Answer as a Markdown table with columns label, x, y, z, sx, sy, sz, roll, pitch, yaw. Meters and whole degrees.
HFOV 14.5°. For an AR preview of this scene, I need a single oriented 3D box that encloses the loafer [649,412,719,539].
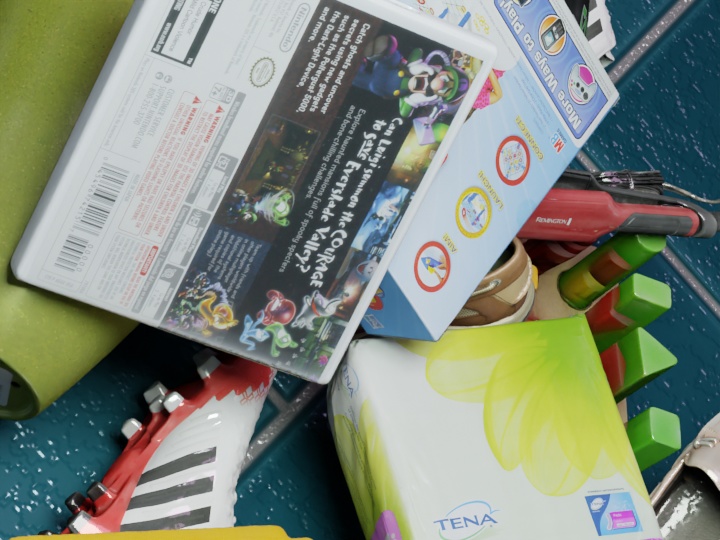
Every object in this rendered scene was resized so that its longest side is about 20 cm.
| label | x | y | z | sx | sy | sz | roll | pitch | yaw |
| --- | --- | --- | --- | --- | --- | --- | --- | --- | --- |
| loafer | 0.201 | 0.139 | 1.642 | 0.072 | 0.200 | 0.063 | 39 | -2 | 27 |

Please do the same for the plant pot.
| label | x | y | z | sx | sy | sz | roll | pitch | yaw |
| --- | --- | --- | --- | --- | --- | --- | --- | --- | --- |
| plant pot | -0.164 | -0.029 | 1.487 | 0.187 | 0.187 | 0.201 | 34 | 62 | -15 |

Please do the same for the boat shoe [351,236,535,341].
| label | x | y | z | sx | sy | sz | roll | pitch | yaw |
| --- | --- | --- | --- | --- | --- | --- | --- | --- | --- |
| boat shoe | 0.000 | 0.000 | 1.596 | 0.199 | 0.074 | 0.076 | -5 | 60 | -4 |

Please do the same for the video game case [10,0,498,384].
| label | x | y | z | sx | sy | sz | roll | pitch | yaw |
| --- | --- | --- | --- | --- | --- | --- | --- | --- | --- |
| video game case | -0.052 | -0.056 | 1.406 | 0.181 | 0.201 | 0.023 | 20 | 17 | -25 |

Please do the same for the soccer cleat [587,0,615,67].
| label | x | y | z | sx | sy | sz | roll | pitch | yaw |
| --- | --- | --- | --- | --- | --- | --- | --- | --- | --- |
| soccer cleat | 0.134 | -0.173 | 1.858 | 0.085 | 0.069 | 0.201 | 33 | 52 | -28 |

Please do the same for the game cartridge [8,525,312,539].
| label | x | y | z | sx | sy | sz | roll | pitch | yaw |
| --- | --- | --- | --- | --- | --- | --- | --- | --- | --- |
| game cartridge | -0.069 | 0.210 | 1.374 | 0.176 | 0.032 | 0.200 | 0 | 49 | -33 |

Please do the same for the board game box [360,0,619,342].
| label | x | y | z | sx | sy | sz | roll | pitch | yaw |
| --- | --- | --- | --- | --- | --- | --- | --- | --- | --- |
| board game box | 0.028 | -0.101 | 1.509 | 0.196 | 0.056 | 0.200 | -51 | 124 | -28 |

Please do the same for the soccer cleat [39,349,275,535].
| label | x | y | z | sx | sy | sz | roll | pitch | yaw |
| --- | --- | --- | --- | --- | --- | --- | --- | --- | --- |
| soccer cleat | -0.093 | 0.115 | 1.509 | 0.085 | 0.069 | 0.200 | 49 | 49 | -14 |

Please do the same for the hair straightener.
| label | x | y | z | sx | sy | sz | roll | pitch | yaw |
| --- | --- | --- | --- | --- | --- | --- | --- | --- | --- |
| hair straightener | 0.143 | -0.052 | 1.683 | 0.199 | 0.041 | 0.077 | -2 | 35 | -30 |

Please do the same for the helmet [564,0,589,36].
| label | x | y | z | sx | sy | sz | roll | pitch | yaw |
| --- | --- | --- | --- | --- | --- | --- | --- | --- | --- |
| helmet | 0.035 | -0.171 | 1.675 | 0.200 | 0.199 | 0.192 | -25 | 111 | -43 |

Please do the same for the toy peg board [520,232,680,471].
| label | x | y | z | sx | sy | sz | roll | pitch | yaw |
| --- | --- | --- | --- | --- | --- | --- | --- | --- | --- |
| toy peg board | 0.097 | 0.036 | 1.680 | 0.198 | 0.098 | 0.201 | 18 | 54 | -28 |

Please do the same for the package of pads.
| label | x | y | z | sx | sy | sz | roll | pitch | yaw |
| --- | --- | --- | --- | --- | --- | --- | --- | --- | --- |
| package of pads | 0.074 | 0.126 | 1.535 | 0.154 | 0.068 | 0.201 | -5 | 58 | -22 |
